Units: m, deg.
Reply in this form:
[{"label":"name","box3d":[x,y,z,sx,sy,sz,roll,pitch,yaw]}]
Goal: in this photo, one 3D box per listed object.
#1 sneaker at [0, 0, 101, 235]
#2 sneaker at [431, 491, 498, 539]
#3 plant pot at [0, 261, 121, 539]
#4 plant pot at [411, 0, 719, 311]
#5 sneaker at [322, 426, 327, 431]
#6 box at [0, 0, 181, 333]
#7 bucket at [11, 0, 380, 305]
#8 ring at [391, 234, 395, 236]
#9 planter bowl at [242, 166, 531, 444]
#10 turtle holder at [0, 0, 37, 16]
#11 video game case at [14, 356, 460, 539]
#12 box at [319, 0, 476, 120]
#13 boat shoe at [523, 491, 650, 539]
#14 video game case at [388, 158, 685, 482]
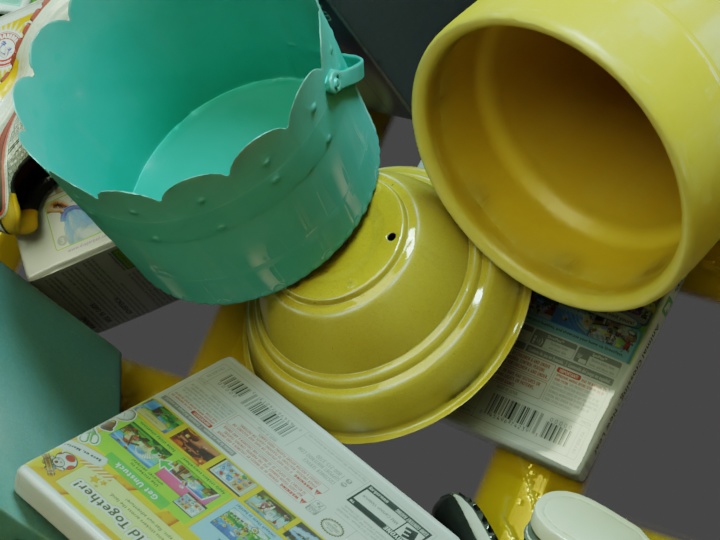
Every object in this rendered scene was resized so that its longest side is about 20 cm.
[{"label":"sneaker","box3d":[-0.187,-0.108,1.495,0.082,0.078,0.200,35,90,23]},{"label":"sneaker","box3d":[0.065,0.230,1.386,0.090,0.070,0.201,-24,64,2]},{"label":"plant pot","box3d":[-0.236,0.119,1.436,0.141,0.141,0.200,-38,35,18]},{"label":"plant pot","box3d":[0.162,-0.109,1.386,0.200,0.202,0.189,27,50,26]},{"label":"sneaker","box3d":[-0.041,0.187,1.439,0.079,0.071,0.201,-9,66,9]},{"label":"box","box3d":[-0.184,-0.076,1.578,0.101,0.113,0.201,-22,64,6]},{"label":"bucket","box3d":[-0.091,-0.089,1.404,0.206,0.135,0.208,-12,53,17]},{"label":"ring","box3d":[0.043,-0.115,1.558,0.199,0.019,0.201,-14,56,21]},{"label":"planter bowl","box3d":[0.000,0.000,1.442,0.199,0.084,0.201,-13,54,19]},{"label":"turtle holder","box3d":[-0.255,-0.219,1.665,0.141,0.185,0.132,-33,55,38]},{"label":"video game case","box3d":[-0.070,0.144,1.358,0.200,0.023,0.182,37,41,25]},{"label":"box","box3d":[-0.052,-0.213,1.527,0.198,0.200,0.124,15,69,35]},{"label":"boat shoe","box3d":[0.178,0.210,1.378,0.200,0.073,0.062,35,124,20]},{"label":"video game case","box3d":[0.095,0.019,1.499,0.199,0.022,0.183,22,75,26]}]
